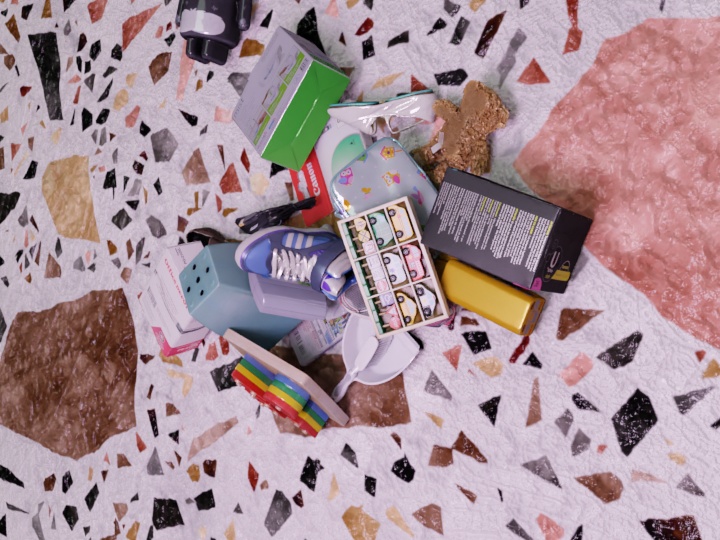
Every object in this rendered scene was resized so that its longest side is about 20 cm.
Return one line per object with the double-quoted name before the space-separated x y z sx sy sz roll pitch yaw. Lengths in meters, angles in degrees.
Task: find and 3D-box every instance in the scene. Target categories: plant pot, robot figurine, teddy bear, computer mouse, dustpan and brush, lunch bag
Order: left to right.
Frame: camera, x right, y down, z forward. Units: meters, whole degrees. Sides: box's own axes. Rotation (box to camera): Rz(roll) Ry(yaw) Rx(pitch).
"robot figurine" -0.298 -0.524 1.660 0.125 0.148 0.204 -157 76 -76
"plant pot" -0.218 0.036 1.481 0.141 0.199 0.143 -41 53 25
"computer mouse" -0.183 -0.089 1.537 0.198 0.140 0.047 -11 97 42
"dustpan and brush" 0.003 0.163 1.440 0.140 0.057 0.201 46 128 21
"lunch bag" 0.045 -0.108 1.360 0.160 0.077 0.201 -38 86 -1
"teddy bear" 0.165 -0.218 1.359 0.145 0.066 0.202 40 116 36

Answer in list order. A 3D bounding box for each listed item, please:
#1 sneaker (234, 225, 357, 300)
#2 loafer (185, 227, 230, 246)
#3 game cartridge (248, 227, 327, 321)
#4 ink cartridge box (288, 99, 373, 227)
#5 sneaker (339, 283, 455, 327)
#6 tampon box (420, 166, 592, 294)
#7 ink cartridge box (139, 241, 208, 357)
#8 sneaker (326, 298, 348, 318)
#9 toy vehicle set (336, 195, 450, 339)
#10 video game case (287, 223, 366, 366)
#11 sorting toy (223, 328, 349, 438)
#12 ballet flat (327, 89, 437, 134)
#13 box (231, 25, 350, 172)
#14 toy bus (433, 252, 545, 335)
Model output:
"sneaker" -0.090 -0.007 1.341 0.147 0.197 0.082 48 136 46
"loafer" -0.283 -0.028 1.647 0.198 0.071 0.074 26 102 33
"game cartridge" -0.130 0.002 1.430 0.202 0.131 0.041 -101 24 -48
"ink cartridge box" -0.062 -0.196 1.519 0.198 0.050 0.163 -27 72 29
"sneaker" 0.060 0.047 1.364 0.197 0.075 0.082 6 88 12
"tampon box" 0.223 -0.060 1.248 0.198 0.149 0.128 26 101 33
"ink cartridge box" -0.358 0.058 1.646 0.146 0.084 0.200 61 139 17
"sneaker" 0.000 0.000 1.448 0.073 0.071 0.201 39 102 9
"toy vehicle set" 0.053 -0.004 1.304 0.123 0.026 0.203 -19 93 17
"video game case" -0.084 0.047 1.534 0.182 0.022 0.202 -37 67 28
"sorting toy" -0.145 0.212 1.454 0.198 0.199 0.070 25 72 33
"ballet flat" 0.038 -0.268 1.422 0.197 0.069 0.071 -5 84 15
"box" -0.136 -0.320 1.520 0.202 0.096 0.177 -59 40 18
"toy bus" 0.194 0.034 1.306 0.198 0.078 0.066 28 102 33
